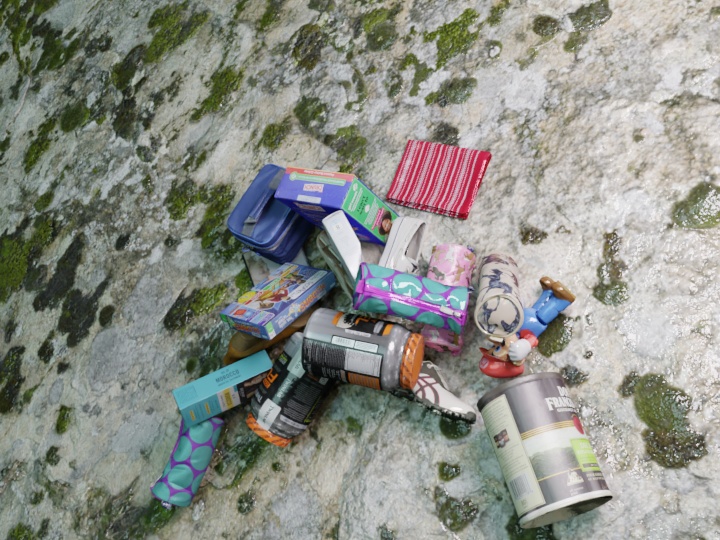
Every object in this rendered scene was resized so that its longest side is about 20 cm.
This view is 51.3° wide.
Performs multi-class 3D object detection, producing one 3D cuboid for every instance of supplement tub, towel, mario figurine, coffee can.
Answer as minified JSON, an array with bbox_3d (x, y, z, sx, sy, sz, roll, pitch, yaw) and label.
[{"bbox_3d":[-0.129,0.232,1.453,0.122,0.122,0.200,32,90,36],"label":"supplement tub"},{"bbox_3d":[0.154,-0.187,1.503,0.200,0.022,0.145,16,80,35],"label":"towel"},{"bbox_3d":[0.005,0.142,1.319,0.200,0.123,0.123,11,77,15],"label":"supplement tub"},{"bbox_3d":[0.267,0.093,1.271,0.106,0.123,0.200,39,90,23],"label":"mario figurine"},{"bbox_3d":[0.284,0.280,1.170,0.146,0.146,0.200,-28,60,20],"label":"coffee can"}]

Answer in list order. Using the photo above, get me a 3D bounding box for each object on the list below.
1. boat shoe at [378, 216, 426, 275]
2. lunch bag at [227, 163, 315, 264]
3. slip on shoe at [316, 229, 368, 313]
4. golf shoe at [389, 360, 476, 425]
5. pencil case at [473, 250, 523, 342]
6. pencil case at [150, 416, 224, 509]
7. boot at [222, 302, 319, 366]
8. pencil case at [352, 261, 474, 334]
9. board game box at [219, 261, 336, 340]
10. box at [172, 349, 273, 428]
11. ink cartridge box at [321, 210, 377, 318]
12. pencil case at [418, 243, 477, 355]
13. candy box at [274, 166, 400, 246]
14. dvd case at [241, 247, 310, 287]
[{"bbox_3d":[0.083,-0.010,1.453,0.066,0.072,0.200,5,67,35],"label":"boat shoe"},{"bbox_3d":[-0.188,-0.118,1.593,0.136,0.132,0.200,22,74,29],"label":"lunch bag"},{"bbox_3d":[-0.019,0.004,1.515,0.076,0.061,0.200,-39,74,-6],"label":"slip on shoe"},{"bbox_3d":[0.126,0.208,1.338,0.200,0.077,0.088,22,77,35],"label":"golf shoe"},{"bbox_3d":[0.231,0.041,1.261,0.078,0.200,0.090,-1,112,10],"label":"pencil case"},{"bbox_3d":[-0.358,0.385,1.544,0.200,0.092,0.085,-68,18,-9],"label":"pencil case"},{"bbox_3d":[-0.189,0.127,1.553,0.071,0.201,0.144,58,146,13],"label":"boot"},{"bbox_3d":[0.086,0.047,1.271,0.200,0.092,0.085,13,97,-5],"label":"pencil case"},{"bbox_3d":[-0.161,0.056,1.481,0.135,0.035,0.200,11,38,40],"label":"board game box"},{"bbox_3d":[-0.269,0.237,1.502,0.200,0.082,0.049,-23,56,-17],"label":"box"},{"bbox_3d":[0.000,0.000,1.399,0.047,0.160,0.200,-29,77,-3],"label":"ink cartridge box"},{"bbox_3d":[0.159,0.051,1.370,0.086,0.083,0.200,6,74,22],"label":"pencil case"},{"bbox_3d":[-0.043,-0.127,1.489,0.169,0.200,0.077,14,79,34],"label":"candy box"},{"bbox_3d":[-0.176,0.006,1.631,0.143,0.018,0.200,-35,58,15],"label":"dvd case"}]
